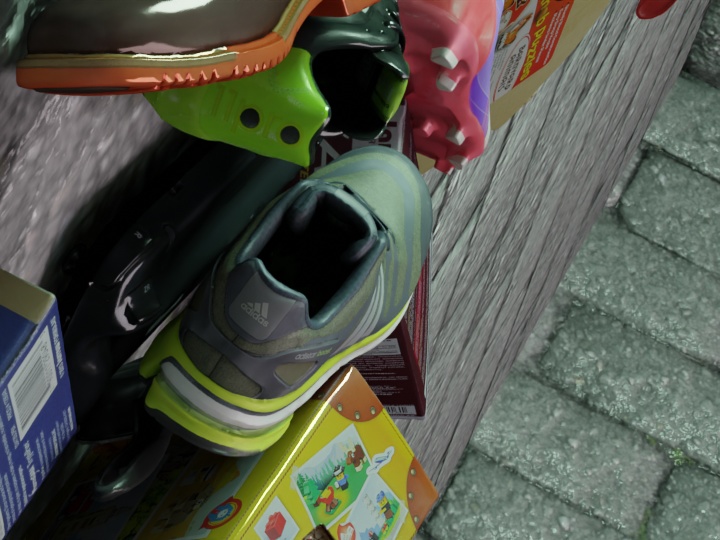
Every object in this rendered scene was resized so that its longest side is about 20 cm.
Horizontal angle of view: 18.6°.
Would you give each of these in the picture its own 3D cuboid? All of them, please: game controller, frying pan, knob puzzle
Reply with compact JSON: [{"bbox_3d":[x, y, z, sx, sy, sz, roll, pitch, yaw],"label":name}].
[{"bbox_3d":[-0.075,-0.012,0.884,0.104,0.042,0.200,-51,179,35],"label":"game controller"},{"bbox_3d":[-0.087,0.056,0.891,0.190,0.115,0.031,-24,99,-54],"label":"frying pan"},{"bbox_3d":[0.090,-0.150,1.192,0.220,0.030,0.220,-42,161,-19],"label":"knob puzzle"}]

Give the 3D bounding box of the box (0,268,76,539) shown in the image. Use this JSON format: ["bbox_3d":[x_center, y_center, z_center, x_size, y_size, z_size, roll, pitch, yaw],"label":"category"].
[{"bbox_3d":[-0.159,0.106,0.722,0.200,0.032,0.121,-60,171,-24],"label":"box"}]

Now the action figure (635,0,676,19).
[{"bbox_3d":[0.109,-0.204,1.072,0.052,0.065,0.200,-38,-140,26],"label":"action figure"}]

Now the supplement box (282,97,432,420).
[{"bbox_3d":[0.000,0.000,1.087,0.200,0.061,0.109,76,16,-72],"label":"supplement box"}]

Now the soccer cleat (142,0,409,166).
[{"bbox_3d":[-0.013,-0.088,0.833,0.200,0.081,0.068,-49,164,-59],"label":"soccer cleat"}]

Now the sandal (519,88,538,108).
[{"bbox_3d":[0.076,-0.124,1.301,0.078,0.069,0.212,-63,172,4],"label":"sandal"}]

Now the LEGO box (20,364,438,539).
[{"bbox_3d":[-0.081,0.140,0.894,0.149,0.077,0.200,-15,-152,40],"label":"LEGO box"}]

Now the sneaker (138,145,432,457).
[{"bbox_3d":[-0.012,-0.003,0.873,0.081,0.074,0.200,-55,179,35],"label":"sneaker"}]

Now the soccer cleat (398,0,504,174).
[{"bbox_3d":[0.040,-0.105,1.042,0.077,0.067,0.200,-63,171,-13],"label":"soccer cleat"}]

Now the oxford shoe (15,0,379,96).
[{"bbox_3d":[-0.049,-0.104,0.693,0.200,0.071,0.073,-42,128,-58],"label":"oxford shoe"}]
